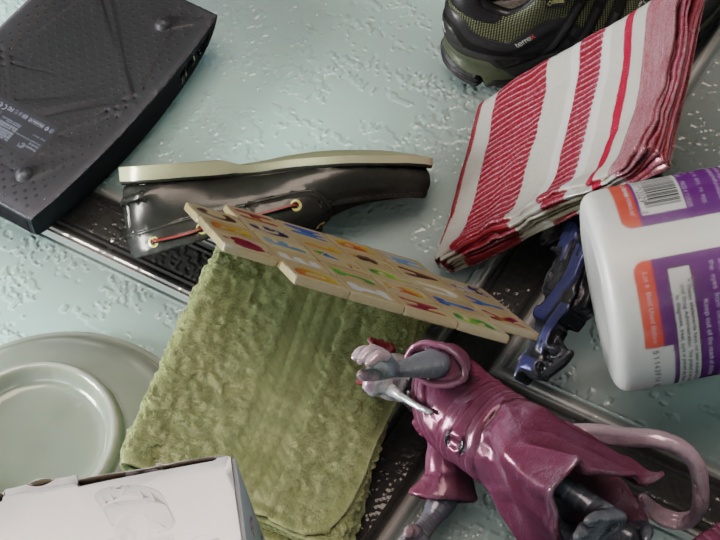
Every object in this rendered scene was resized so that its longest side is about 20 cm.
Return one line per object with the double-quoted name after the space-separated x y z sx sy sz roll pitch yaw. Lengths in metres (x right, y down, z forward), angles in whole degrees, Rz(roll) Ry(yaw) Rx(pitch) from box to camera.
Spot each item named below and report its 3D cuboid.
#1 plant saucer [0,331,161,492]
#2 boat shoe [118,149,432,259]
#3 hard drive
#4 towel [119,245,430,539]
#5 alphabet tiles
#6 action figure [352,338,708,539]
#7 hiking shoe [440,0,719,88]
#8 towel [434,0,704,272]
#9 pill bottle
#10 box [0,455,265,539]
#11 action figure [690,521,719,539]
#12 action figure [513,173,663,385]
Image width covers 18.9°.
-0.189 0.110 1.277 0.198 0.050 0.201 -4 54 6 "plant saucer"
-0.051 -0.044 1.365 0.200 0.074 0.064 -6 91 -10 "boat shoe"
-0.198 -0.117 1.447 0.134 0.042 0.200 27 62 24 "hard drive"
-0.049 0.072 1.273 0.147 0.037 0.201 20 60 -2 "towel"
0.000 0.000 1.258 0.199 0.006 0.166 16 10 -20 "alphabet tiles"
0.077 0.085 1.193 0.148 0.135 0.200 -29 49 -29 "action figure"
0.148 -0.182 1.409 0.198 0.101 0.076 -15 54 -3 "hiking shoe"
0.124 -0.088 1.312 0.200 0.023 0.145 -28 36 47 "towel"
0.226 -0.006 1.178 0.198 0.112 0.112 -10 53 1 "pill bottle"
-0.145 0.182 1.132 0.198 0.177 0.097 -10 64 0 "box"
0.192 0.152 1.109 0.199 0.134 0.150 -24 91 -10 "action figure"
0.176 -0.002 1.301 0.193 0.104 0.201 27 87 33 "action figure"
